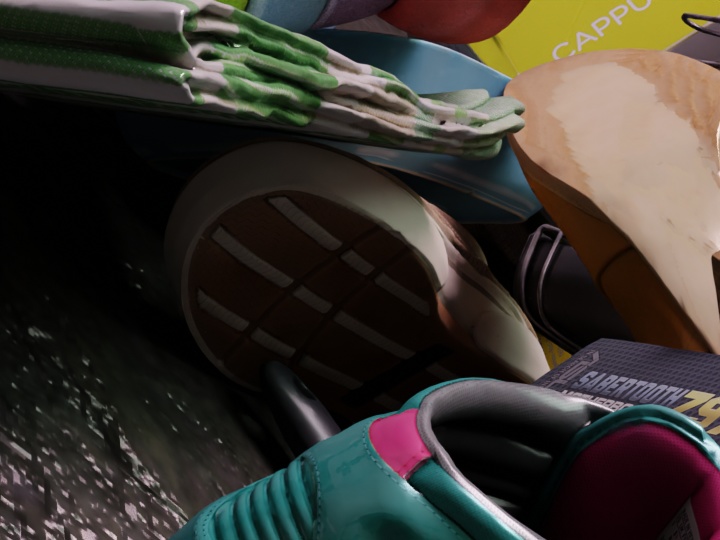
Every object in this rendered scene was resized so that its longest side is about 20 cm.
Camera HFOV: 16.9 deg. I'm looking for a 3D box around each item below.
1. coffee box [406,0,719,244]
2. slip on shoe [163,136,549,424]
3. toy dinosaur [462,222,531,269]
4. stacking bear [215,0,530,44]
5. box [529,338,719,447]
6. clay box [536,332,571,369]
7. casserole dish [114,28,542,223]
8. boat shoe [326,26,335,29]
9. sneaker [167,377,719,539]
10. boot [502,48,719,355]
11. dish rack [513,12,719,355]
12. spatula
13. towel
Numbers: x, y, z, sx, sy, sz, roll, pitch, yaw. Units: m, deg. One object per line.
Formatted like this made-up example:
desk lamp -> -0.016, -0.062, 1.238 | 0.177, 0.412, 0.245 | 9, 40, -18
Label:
coffee box -> 0.141, -0.099, 1.008 | 0.200, 0.199, 0.198 | 57, -2, 45
slip on shoe -> 0.000, 0.000, 0.722 | 0.200, 0.076, 0.061 | 34, 33, -56
toy dinosaur -> 0.044, -0.035, 0.990 | 0.200, 0.058, 0.101 | 54, 14, 17
stacking bear -> -0.065, -0.114, 0.650 | 0.114, 0.199, 0.122 | 134, -49, -66
box -> 0.125, 0.118, 0.609 | 0.200, 0.051, 0.158 | 63, -21, -16
clay box -> 0.117, 0.100, 0.881 | 0.115, 0.048, 0.200 | 42, 18, -22
casserole dish -> -0.004, -0.043, 0.792 | 0.200, 0.121, 0.039 | 14, 79, -65
boat shoe -> -0.084, -0.135, 0.759 | 0.200, 0.072, 0.071 | 35, -13, 4
sneaker -> 0.048, 0.092, 0.549 | 0.200, 0.121, 0.084 | 39, 18, -36
boot -> 0.102, 0.027, 0.710 | 0.201, 0.071, 0.144 | -127, -160, -59
dish rack -> 0.153, -0.042, 0.867 | 0.054, 0.200, 0.153 | 18, -10, 47
spatula -> 0.032, 0.105, 0.669 | 0.200, 0.021, 0.057 | 51, 10, 9
towel -> -0.059, -0.052, 0.607 | 0.152, 0.023, 0.200 | 8, 2, 24
